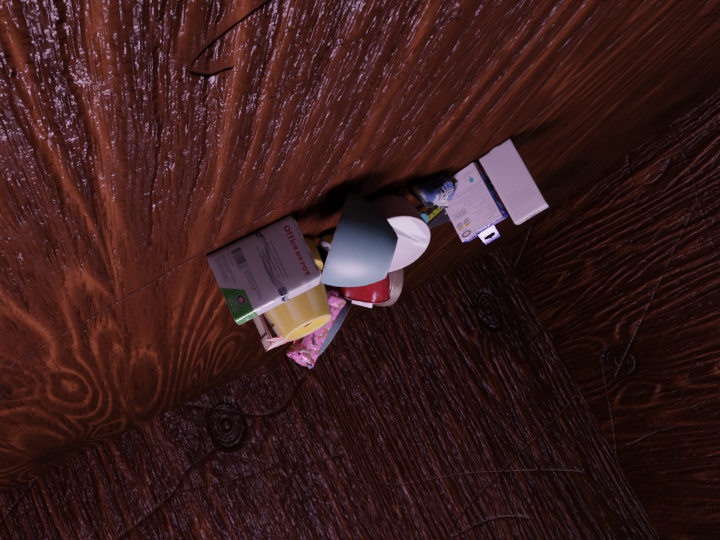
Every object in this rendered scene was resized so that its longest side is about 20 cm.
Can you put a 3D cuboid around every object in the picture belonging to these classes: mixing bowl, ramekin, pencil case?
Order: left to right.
[{"bbox_3d":[-0.113,0.145,1.582,0.086,0.082,0.203,9,-113,52],"label":"pencil case"},{"bbox_3d":[0.000,0.000,1.678,0.198,0.197,0.111,-13,121,-58],"label":"mixing bowl"},{"bbox_3d":[0.067,-0.095,1.517,0.196,0.096,0.205,-10,143,-8],"label":"ramekin"}]

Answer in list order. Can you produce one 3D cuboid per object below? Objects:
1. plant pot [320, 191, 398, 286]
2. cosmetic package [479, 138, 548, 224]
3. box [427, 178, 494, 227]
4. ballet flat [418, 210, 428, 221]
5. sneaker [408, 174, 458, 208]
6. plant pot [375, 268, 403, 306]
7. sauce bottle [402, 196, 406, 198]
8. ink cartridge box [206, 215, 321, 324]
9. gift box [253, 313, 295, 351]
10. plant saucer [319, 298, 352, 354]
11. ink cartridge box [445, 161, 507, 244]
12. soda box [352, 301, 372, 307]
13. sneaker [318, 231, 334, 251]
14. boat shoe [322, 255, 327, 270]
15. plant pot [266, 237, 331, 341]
[{"bbox_3d":[0.006,-0.050,1.330,0.200,0.131,0.205,-161,-90,-89],"label":"plant pot"},{"bbox_3d":[0.409,-0.235,1.643,0.100,0.204,0.074,-29,170,20],"label":"cosmetic package"},{"bbox_3d":[0.306,-0.210,1.955,0.197,0.048,0.193,-21,166,-36],"label":"box"},{"bbox_3d":[0.123,-0.096,1.824,0.201,0.072,0.072,-51,173,-7],"label":"ballet flat"},{"bbox_3d":[0.188,-0.210,1.583,0.198,0.076,0.078,-14,141,-58],"label":"sneaker"},{"bbox_3d":[0.013,0.013,1.917,0.169,0.205,0.200,-2,158,-31],"label":"plant pot"},{"bbox_3d":[0.072,-0.125,1.656,0.064,0.066,0.200,-22,167,-32],"label":"sauce bottle"},{"bbox_3d":[-0.196,0.000,1.279,0.196,0.149,0.083,-26,172,-9],"label":"ink cartridge box"},{"bbox_3d":[-0.216,0.116,1.708,0.197,0.190,0.185,-24,170,-25],"label":"gift box"},{"bbox_3d":[-0.087,0.144,1.706,0.202,0.035,0.200,-56,-172,12],"label":"plant saucer"},{"bbox_3d":[0.309,-0.171,1.686,0.135,0.204,0.076,-31,170,26],"label":"ink cartridge box"},{"bbox_3d":[-0.051,0.045,1.800,0.064,0.194,0.070,-77,-178,-72],"label":"soda box"},{"bbox_3d":[-0.033,-0.088,1.591,0.198,0.075,0.078,-12,131,-52],"label":"sneaker"},{"bbox_3d":[-0.032,-0.046,1.793,0.195,0.076,0.062,-15,130,-20],"label":"boat shoe"},{"bbox_3d":[-0.162,0.054,1.491,0.197,0.192,0.201,-26,165,-7],"label":"plant pot"}]
